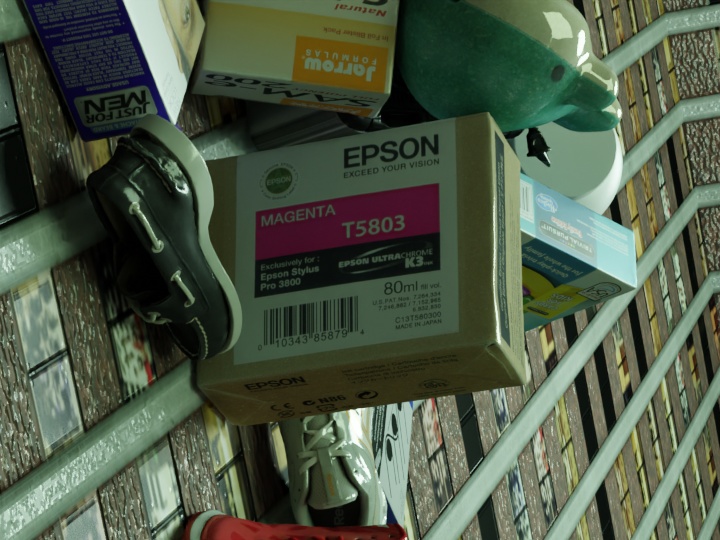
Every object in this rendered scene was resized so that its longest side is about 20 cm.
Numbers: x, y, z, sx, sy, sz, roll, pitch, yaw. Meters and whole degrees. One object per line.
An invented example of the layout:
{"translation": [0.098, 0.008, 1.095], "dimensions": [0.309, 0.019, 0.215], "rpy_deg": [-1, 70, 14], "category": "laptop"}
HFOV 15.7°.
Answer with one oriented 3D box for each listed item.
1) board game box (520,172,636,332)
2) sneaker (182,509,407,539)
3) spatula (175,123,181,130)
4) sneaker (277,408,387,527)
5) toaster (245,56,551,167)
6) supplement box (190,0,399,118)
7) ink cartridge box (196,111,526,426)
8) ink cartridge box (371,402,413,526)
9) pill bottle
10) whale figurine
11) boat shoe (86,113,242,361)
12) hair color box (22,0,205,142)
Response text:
{"translation": [0.066, 0.001, 1.802], "dimensions": [0.151, 0.200, 0.047], "rpy_deg": [25, 54, -40], "category": "board game box"}
{"translation": [-0.032, 0.176, 1.604], "dimensions": [0.200, 0.115, 0.079], "rpy_deg": [-4, 84, -75], "category": "sneaker"}
{"translation": [-0.116, -0.136, 1.647], "dimensions": [0.057, 0.020, 0.201], "rpy_deg": [50, 35, -59], "category": "spatula"}
{"translation": [-0.021, 0.111, 1.724], "dimensions": [0.092, 0.075, 0.201], "rpy_deg": [-92, 169, -74], "category": "sneaker"}
{"translation": [0.019, -0.160, 1.815], "dimensions": [0.180, 0.118, 0.201], "rpy_deg": [0, 79, -40], "category": "toaster"}
{"translation": [-0.036, -0.208, 1.687], "dimensions": [0.074, 0.125, 0.201], "rpy_deg": [133, -38, -77], "category": "supplement box"}
{"translation": [0.000, 0.000, 1.654], "dimensions": [0.075, 0.199, 0.165], "rpy_deg": [52, 33, -59], "category": "ink cartridge box"}
{"translation": [0.006, 0.086, 1.914], "dimensions": [0.094, 0.044, 0.201], "rpy_deg": [67, 21, -46], "category": "ink cartridge box"}
{"translation": [0.127, -0.071, 1.949], "dimensions": [0.200, 0.112, 0.113], "rpy_deg": [133, -48, -76], "category": "pill bottle"}
{"translation": [0.097, -0.128, 1.716], "dimensions": [0.104, 0.159, 0.200], "rpy_deg": [-60, 148, -3], "category": "whale figurine"}
{"translation": [-0.115, -0.005, 1.511], "dimensions": [0.060, 0.074, 0.200], "rpy_deg": [-42, 153, -23], "category": "boat shoe"}
{"translation": [-0.153, -0.187, 1.473], "dimensions": [0.110, 0.064, 0.201], "rpy_deg": [-79, 157, -51], "category": "hair color box"}
